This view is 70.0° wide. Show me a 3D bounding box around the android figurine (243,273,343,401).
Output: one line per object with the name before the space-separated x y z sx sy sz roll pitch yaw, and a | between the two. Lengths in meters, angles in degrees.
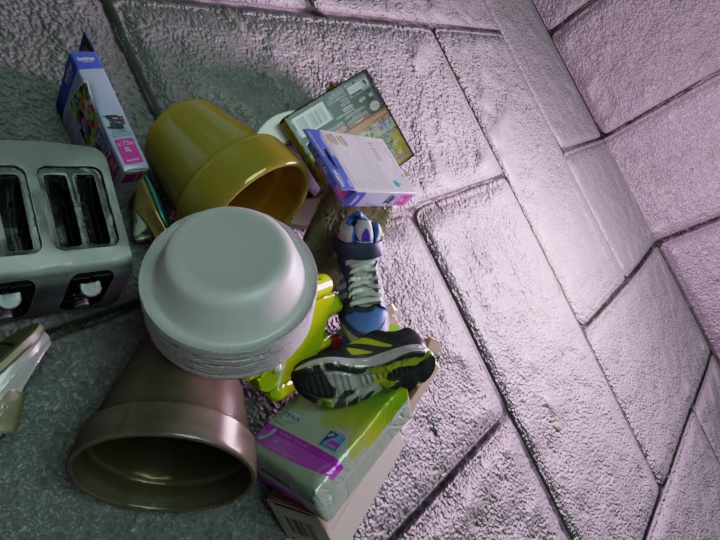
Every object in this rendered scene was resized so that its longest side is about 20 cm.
android figurine | -0.092 0.093 0.709 0.041 0.185 0.199 25 18 22

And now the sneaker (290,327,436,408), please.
sneaker | 0.003 0.130 0.712 0.085 0.196 0.076 -102 -174 -66

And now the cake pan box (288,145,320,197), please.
cake pan box | -0.074 -0.195 0.996 0.183 0.052 0.202 39 49 -18

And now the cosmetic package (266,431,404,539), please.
cosmetic package | -0.030 0.291 0.751 0.200 0.102 0.089 -47 123 -45

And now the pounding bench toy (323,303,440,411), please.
pounding bench toy | 0.041 0.135 0.886 0.157 0.124 0.200 53 45 -7

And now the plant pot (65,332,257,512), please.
plant pot | -0.218 0.164 0.615 0.198 0.200 0.176 27 37 -29

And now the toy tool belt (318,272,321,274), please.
toy tool belt | -0.123 0.056 0.774 0.199 0.123 0.126 16 64 -58

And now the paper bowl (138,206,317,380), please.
paper bowl | -0.145 0.010 0.582 0.196 0.105 0.203 8 50 -9

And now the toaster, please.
toaster | -0.382 -0.050 0.600 0.179 0.118 0.204 -9 76 -44

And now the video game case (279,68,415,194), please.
video game case | -0.017 -0.231 0.914 0.199 0.025 0.182 -38 103 -25

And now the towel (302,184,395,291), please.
towel | -0.033 -0.055 0.888 0.147 0.202 0.037 16 19 -38

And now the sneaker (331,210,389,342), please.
sneaker | 0.000 0.000 0.789 0.079 0.148 0.202 -4 41 -6

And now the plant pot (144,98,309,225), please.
plant pot | -0.207 -0.138 0.755 0.189 0.202 0.200 44 43 14

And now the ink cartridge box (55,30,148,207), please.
ink cartridge box | -0.357 -0.197 0.692 0.042 0.119 0.203 -20 85 -43

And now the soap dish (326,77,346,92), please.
soap dish | 0.010 -0.290 1.045 0.200 0.081 0.158 46 15 -7

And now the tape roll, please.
tape roll | -0.103 -0.176 0.900 0.199 0.037 0.208 3 83 -28

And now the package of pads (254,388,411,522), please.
package of pads | -0.043 0.221 0.713 0.199 0.153 0.069 -40 124 -37

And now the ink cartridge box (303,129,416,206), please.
ink cartridge box | -0.003 -0.159 0.809 0.198 0.042 0.121 -8 63 -54

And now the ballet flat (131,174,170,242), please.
ballet flat | -0.284 -0.040 0.725 0.062 0.069 0.202 -29 88 -16

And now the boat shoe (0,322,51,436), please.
boat shoe | -0.393 0.147 0.536 0.069 0.074 0.202 58 39 -32
